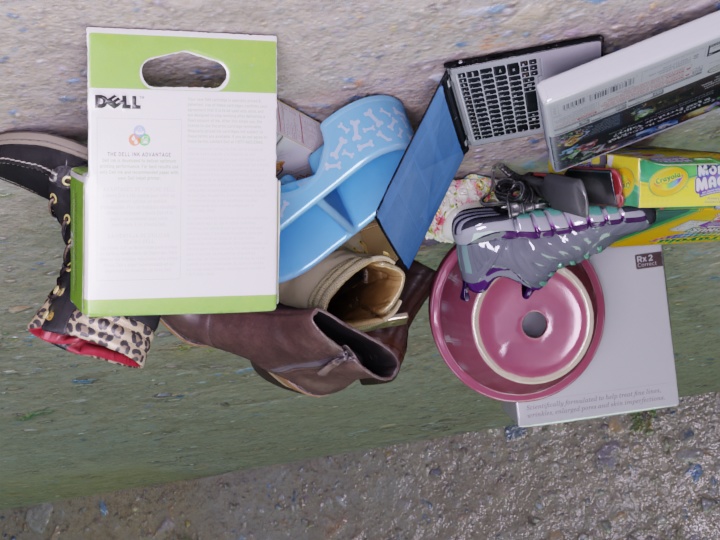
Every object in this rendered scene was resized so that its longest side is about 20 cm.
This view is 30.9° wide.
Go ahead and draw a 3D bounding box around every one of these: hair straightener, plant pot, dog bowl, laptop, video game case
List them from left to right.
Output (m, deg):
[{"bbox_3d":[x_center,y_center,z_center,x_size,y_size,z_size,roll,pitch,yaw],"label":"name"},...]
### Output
[{"bbox_3d":[-0.031,-0.062,1.099,0.199,0.050,0.111,-37,155,7],"label":"dog bowl"},{"bbox_3d":[0.115,-0.092,1.097,0.197,0.118,0.187,-10,166,8],"label":"laptop"},{"bbox_3d":[0.174,0.047,1.399,0.197,0.203,0.179,-7,-178,0],"label":"plant pot"},{"bbox_3d":[0.158,-0.077,1.192,0.076,0.041,0.200,-17,-162,-18],"label":"hair straightener"},{"bbox_3d":[0.243,-0.150,1.059,0.198,0.024,0.182,-21,164,6],"label":"video game case"}]

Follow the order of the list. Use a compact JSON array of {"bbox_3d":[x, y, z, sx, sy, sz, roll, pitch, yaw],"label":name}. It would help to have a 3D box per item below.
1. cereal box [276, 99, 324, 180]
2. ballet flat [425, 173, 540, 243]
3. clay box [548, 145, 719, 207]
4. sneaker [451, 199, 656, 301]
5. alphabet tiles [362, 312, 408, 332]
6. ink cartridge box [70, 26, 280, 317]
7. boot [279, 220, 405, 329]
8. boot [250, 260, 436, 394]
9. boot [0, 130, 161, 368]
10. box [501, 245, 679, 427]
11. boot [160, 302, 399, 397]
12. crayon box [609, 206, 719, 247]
[{"bbox_3d":[-0.093,-0.094,1.136,0.142,0.040,0.199,-15,163,26],"label":"cereal box"},{"bbox_3d":[0.136,-0.057,1.320,0.197,0.064,0.076,-6,131,-24],"label":"ballet flat"},{"bbox_3d":[0.265,-0.086,1.183,0.113,0.048,0.200,-3,-170,-18],"label":"clay box"},{"bbox_3d":[0.185,-0.022,1.247,0.197,0.089,0.074,-6,-165,-4],"label":"sneaker"},{"bbox_3d":[-0.034,0.062,1.316,0.164,0.006,0.200,-9,175,0],"label":"alphabet tiles"},{"bbox_3d":[-0.137,-0.072,0.962,0.146,0.203,0.076,-1,-173,-21],"label":"ink cartridge box"},{"bbox_3d":[0.000,0.000,1.238,0.199,0.074,0.155,-23,-164,-34],"label":"boot"},{"bbox_3d":[-0.014,0.053,1.497,0.184,0.201,0.065,1,127,18],"label":"boot"},{"bbox_3d":[-0.228,-0.018,1.041,0.198,0.152,0.073,19,163,2],"label":"boot"},{"bbox_3d":[0.261,0.068,1.555,0.196,0.203,0.131,-7,-178,0],"label":"box"},{"bbox_3d":[-0.077,0.039,1.102,0.199,0.073,0.166,35,156,-22],"label":"boot"},{"bbox_3d":[0.372,-0.074,1.401,0.197,0.059,0.119,-4,164,-15],"label":"crayon box"}]
